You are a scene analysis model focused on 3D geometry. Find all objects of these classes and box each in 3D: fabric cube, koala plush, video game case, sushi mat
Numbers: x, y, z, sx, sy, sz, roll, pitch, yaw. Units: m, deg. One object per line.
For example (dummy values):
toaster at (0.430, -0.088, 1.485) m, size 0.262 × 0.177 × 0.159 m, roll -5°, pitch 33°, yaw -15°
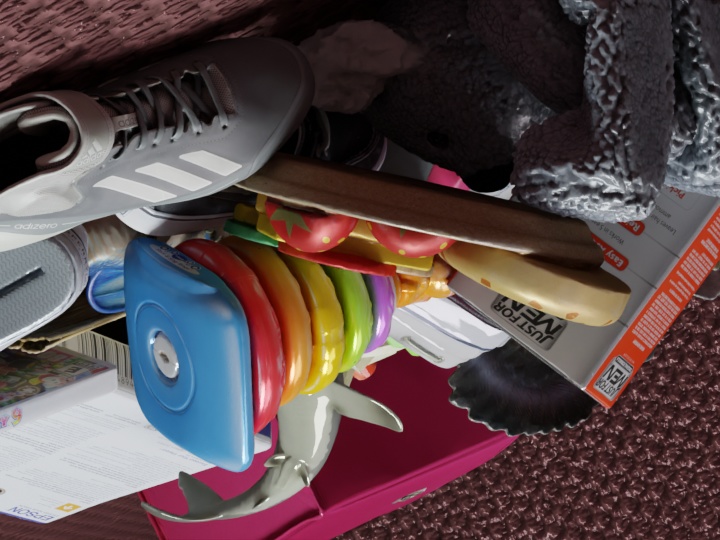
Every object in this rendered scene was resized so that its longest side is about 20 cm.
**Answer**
fabric cube at (-0.044, 0.089, 2.024) m, size 0.199 × 0.201 × 0.196 m, roll -20°, pitch 170°, yaw -40°
koala plush at (0.080, -0.112, 1.456) m, size 0.199 × 0.185 × 0.177 m, roll -8°, pitch -178°, yaw 35°
video game case at (-0.254, 0.070, 1.573) m, size 0.143 × 0.018 × 0.200 m, roll 16°, pitch -155°, yaw 40°
sushi mat at (-0.180, 0.026, 1.642) m, size 0.095 × 0.012 × 0.200 m, roll 2°, pitch -171°, yaw 19°

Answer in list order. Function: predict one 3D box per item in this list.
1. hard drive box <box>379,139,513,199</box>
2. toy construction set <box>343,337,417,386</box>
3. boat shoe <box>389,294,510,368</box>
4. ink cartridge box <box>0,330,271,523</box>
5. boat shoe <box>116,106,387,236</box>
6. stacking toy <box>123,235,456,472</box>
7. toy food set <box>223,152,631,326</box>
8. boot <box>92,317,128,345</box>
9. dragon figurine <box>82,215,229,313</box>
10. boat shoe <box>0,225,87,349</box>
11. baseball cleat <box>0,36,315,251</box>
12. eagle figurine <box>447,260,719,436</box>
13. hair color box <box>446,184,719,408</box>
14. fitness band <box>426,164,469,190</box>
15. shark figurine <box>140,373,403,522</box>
hard drive box at (0.093, -0.089, 1.809) m, size 0.200 × 0.077 × 0.156 m, roll -20°, pitch 168°, yaw -42°
toy construction set at (-0.022, 0.010, 1.731) m, size 0.131 × 0.092 × 0.200 m, roll -34°, pitch 139°, yaw 8°
boat shoe at (0.000, 0.000, 1.633) m, size 0.067 × 0.200 × 0.074 m, roll -40°, pitch -154°, yaw 31°
ink cartridge box at (-0.192, 0.099, 1.786) m, size 0.199 × 0.044 × 0.196 m, roll -19°, pitch 154°, yaw 32°
boat shoe at (-0.047, -0.068, 1.526) m, size 0.199 × 0.072 × 0.068 m, roll -10°, pitch 162°, yaw -46°
stacking toy at (-0.022, 0.019, 1.534) m, size 0.199 × 0.110 × 0.116 m, roll -17°, pitch -151°, yaw -30°
toy food set at (0.030, -0.019, 1.434) m, size 0.199 × 0.049 × 0.198 m, roll 11°, pitch -176°, yaw -16°
boot at (-0.116, 0.025, 1.861) m, size 0.200 × 0.073 × 0.144 m, roll -35°, pitch 171°, yaw 22°
dragon figurine at (-0.128, -0.015, 1.591) m, size 0.099 × 0.059 × 0.200 m, roll -31°, pitch 168°, yaw 32°
boat shoe at (-0.225, 0.031, 1.467) m, size 0.199 × 0.074 × 0.067 m, roll -21°, pitch -170°, yaw 10°
baseball cleat at (-0.106, -0.063, 1.339) m, size 0.199 × 0.070 × 0.106 m, roll -27°, pitch 172°, yaw -13°
eagle figurine at (0.131, 0.003, 1.820) m, size 0.200 × 0.151 × 0.152 m, roll -40°, pitch -179°, yaw 7°
hair color box at (0.149, -0.038, 1.538) m, size 0.200 × 0.101 × 0.061 m, roll -53°, pitch 157°, yaw 0°
fitness band at (0.109, -0.059, 1.631) m, size 0.144 × 0.038 × 0.200 m, roll -43°, pitch 154°, yaw 21°
shark figurine at (-0.041, 0.084, 1.697) m, size 0.090 × 0.128 × 0.215 m, roll -68°, pitch 180°, yaw -49°
